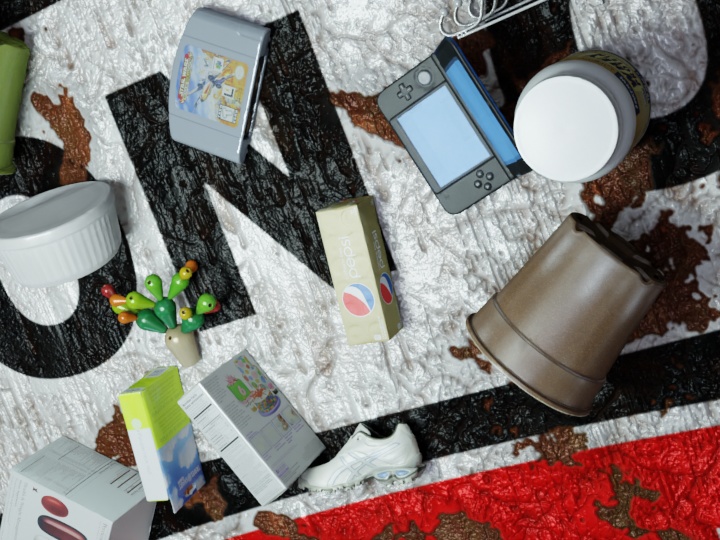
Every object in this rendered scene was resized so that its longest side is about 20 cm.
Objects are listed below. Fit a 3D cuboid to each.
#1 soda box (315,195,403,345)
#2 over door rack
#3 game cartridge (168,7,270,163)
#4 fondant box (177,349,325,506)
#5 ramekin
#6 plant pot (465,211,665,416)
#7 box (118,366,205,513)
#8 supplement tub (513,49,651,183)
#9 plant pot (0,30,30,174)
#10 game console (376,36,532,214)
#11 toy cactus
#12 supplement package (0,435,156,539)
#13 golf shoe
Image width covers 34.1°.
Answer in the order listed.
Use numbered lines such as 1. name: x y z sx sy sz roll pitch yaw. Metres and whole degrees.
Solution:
1. soda box: 0.000 0.000 1.660 0.067 0.064 0.201 -8 103 24
2. over door rack: 0.205 -0.342 1.429 0.199 0.148 0.067 -8 108 24
3. game cartridge: -0.208 -0.266 1.682 0.133 0.042 0.201 18 112 12
4. fondant box: -0.159 0.231 1.748 0.058 0.144 0.200 -40 88 28
5. ramekin: -0.453 -0.051 1.763 0.201 0.203 0.095 -5 117 23
6. plant pot: 0.271 0.045 1.502 0.200 0.200 0.199 37 107 8
7. box: -0.307 0.264 1.830 0.047 0.122 0.201 -8 102 20
8. supplement tub: 0.268 -0.186 1.418 0.144 0.200 0.145 6 108 20
9. plant pot: -0.587 -0.271 1.768 0.199 0.200 0.191 26 100 13
10. game console: 0.118 -0.183 1.527 0.170 0.118 0.200 -32 91 26
11. toy cactus: -0.291 0.070 1.798 0.199 0.102 0.166 -8 121 22
12. supplement package: -0.466 0.416 1.927 0.199 0.147 0.192 22 112 16
13. golf shoe: -0.004 0.277 1.747 0.199 0.078 0.098 -12 89 17
